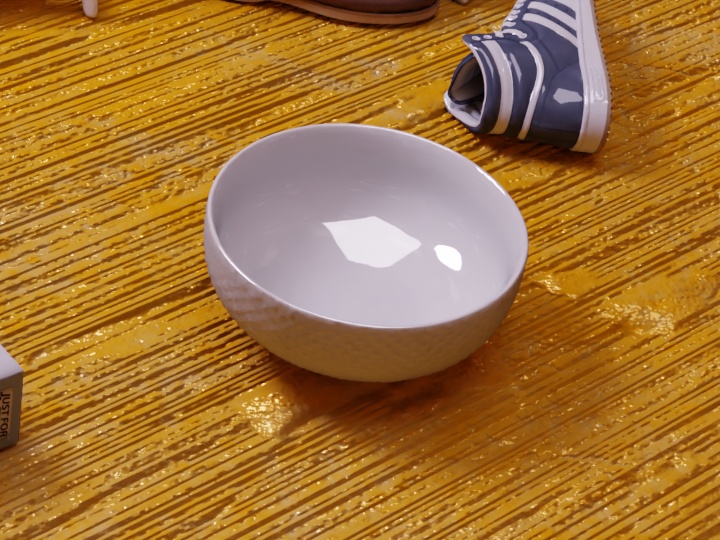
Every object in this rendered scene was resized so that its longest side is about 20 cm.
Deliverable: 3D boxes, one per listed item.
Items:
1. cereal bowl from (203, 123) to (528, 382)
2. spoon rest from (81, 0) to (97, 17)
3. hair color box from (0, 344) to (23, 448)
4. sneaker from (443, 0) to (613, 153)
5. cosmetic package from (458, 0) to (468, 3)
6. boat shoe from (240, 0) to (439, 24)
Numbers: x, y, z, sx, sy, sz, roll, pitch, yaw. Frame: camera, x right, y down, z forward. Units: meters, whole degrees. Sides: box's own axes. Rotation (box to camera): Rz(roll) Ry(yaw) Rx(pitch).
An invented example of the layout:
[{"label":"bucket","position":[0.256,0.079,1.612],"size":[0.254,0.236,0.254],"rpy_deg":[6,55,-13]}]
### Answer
[{"label":"cereal bowl","position":[0.000,0.000,1.404],"size":[0.199,0.083,0.200],"rpy_deg":[6,39,-5]},{"label":"spoon rest","position":[-0.285,-0.218,1.620],"size":[0.199,0.061,0.099],"rpy_deg":[1,40,-13]},{"label":"hair color box","position":[-0.297,0.077,1.259],"size":[0.200,0.061,0.099],"rpy_deg":[-20,48,-31]},{"label":"sneaker","position":[0.112,-0.164,1.640],"size":[0.108,0.070,0.200],"rpy_deg":[4,42,-11]},{"label":"cosmetic package","position":[0.023,-0.301,1.757],"size":[0.200,0.108,0.085],"rpy_deg":[27,41,17]},{"label":"boat shoe","position":[-0.034,-0.232,1.690],"size":[0.199,0.070,0.070],"rpy_deg":[6,38,-8]}]
